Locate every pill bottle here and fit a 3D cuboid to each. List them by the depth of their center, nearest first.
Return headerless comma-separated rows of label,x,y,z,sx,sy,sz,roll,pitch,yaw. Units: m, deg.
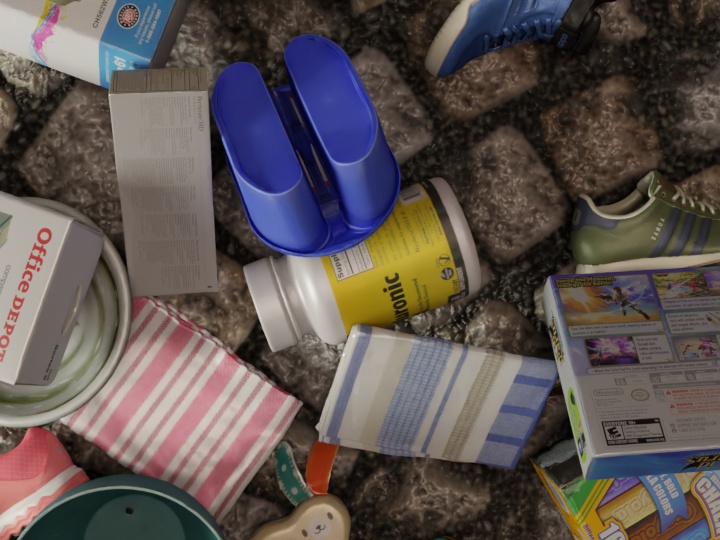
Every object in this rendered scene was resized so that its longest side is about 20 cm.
pill bottle,0.000,0.000,1.006,0.197,0.111,0.113,-20,94,-3

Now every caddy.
caddy,-0.047,-0.105,0.974,0.140,0.105,0.202,-22,55,-3

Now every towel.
towel,0.068,0.117,1.016,0.197,0.024,0.148,10,128,-10
towel,-0.172,0.126,1.036,0.199,0.030,0.147,36,89,-4

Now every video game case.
video game case,0.271,0.083,0.962,0.197,0.046,0.183,-3,53,-5

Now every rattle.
rattle,-0.054,0.260,1.002,0.129,0.143,0.203,17,97,13

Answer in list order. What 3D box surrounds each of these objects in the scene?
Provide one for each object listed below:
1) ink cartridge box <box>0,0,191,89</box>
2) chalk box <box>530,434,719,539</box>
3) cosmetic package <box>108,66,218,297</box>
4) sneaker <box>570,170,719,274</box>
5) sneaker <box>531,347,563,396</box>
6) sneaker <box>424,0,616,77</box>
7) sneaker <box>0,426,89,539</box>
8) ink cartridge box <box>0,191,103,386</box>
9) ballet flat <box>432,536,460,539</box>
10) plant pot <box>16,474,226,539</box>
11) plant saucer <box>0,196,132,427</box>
ink cartridge box,-0.252,-0.256,0.971,0.197,0.085,0.146,19,71,-4
chalk box,0.280,0.189,1.030,0.198,0.125,0.125,-29,94,-2
cosmetic package,-0.167,-0.074,0.970,0.081,0.051,0.202,-2,125,-7
sneaker,0.291,-0.049,1.042,0.197,0.067,0.091,-12,98,-2
sneaker,0.234,0.064,1.058,0.197,0.067,0.091,-8,75,3
sneaker,0.158,-0.228,1.027,0.111,0.077,0.200,44,82,4
sneaker,-0.347,0.215,1.015,0.199,0.074,0.087,-32,82,-8
ink cartridge box,-0.338,-0.003,0.943,0.197,0.084,0.148,18,86,6
ballet flat,0.041,0.338,1.046,0.201,0.068,0.072,-53,140,-5
plant pot,-0.204,0.264,0.982,0.197,0.135,0.203,-1,99,-7
plant saucer,-0.296,0.038,1.003,0.197,0.050,0.203,0,84,5
